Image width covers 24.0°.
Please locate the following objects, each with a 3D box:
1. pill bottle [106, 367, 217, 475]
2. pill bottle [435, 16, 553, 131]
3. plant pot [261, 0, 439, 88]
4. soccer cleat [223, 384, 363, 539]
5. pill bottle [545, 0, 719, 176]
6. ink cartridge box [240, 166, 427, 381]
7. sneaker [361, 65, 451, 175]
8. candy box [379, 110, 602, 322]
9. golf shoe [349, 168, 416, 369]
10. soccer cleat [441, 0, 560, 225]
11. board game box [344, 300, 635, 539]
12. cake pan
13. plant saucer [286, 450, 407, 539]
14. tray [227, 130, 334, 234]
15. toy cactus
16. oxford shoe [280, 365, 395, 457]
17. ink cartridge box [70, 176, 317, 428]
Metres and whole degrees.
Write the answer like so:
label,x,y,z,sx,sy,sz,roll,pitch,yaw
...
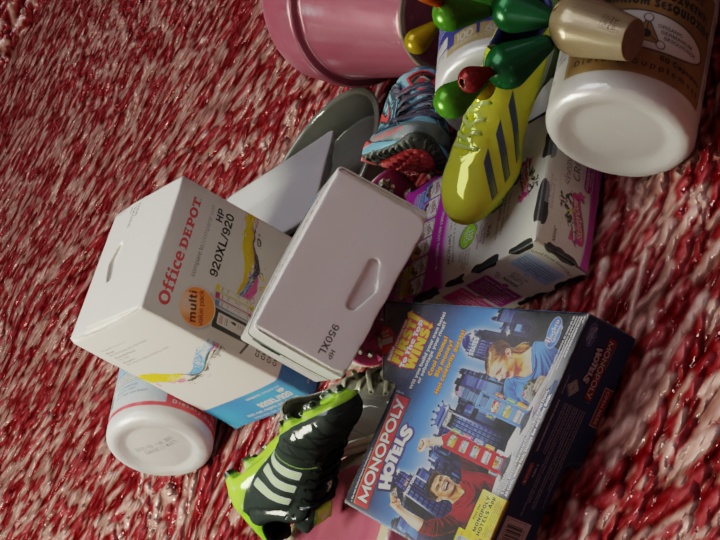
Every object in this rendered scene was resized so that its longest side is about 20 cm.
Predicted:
label,x,y,z,sx,sy,sz,roll,pitch,yaw
pill bottle,-0.194,0.102,1.746,0.109,0.108,0.201,-37,34,39
pill bottle,0.129,-0.220,1.481,0.120,0.119,0.201,-37,35,39
plant pot,0.031,-0.270,1.651,0.179,0.200,0.201,23,83,48
soccer cleat,-0.041,0.155,1.327,0.067,0.081,0.200,-29,-11,-38
pill bottle,0.214,-0.184,1.297,0.114,0.114,0.201,-24,44,51
ink cartridge box,-0.025,0.008,1.370,0.145,0.084,0.200,-62,4,-8
sneaker,0.043,-0.137,1.512,0.200,0.079,0.096,-120,37,-85
candy box,0.108,-0.033,1.394,0.200,0.061,0.137,-29,39,48
golf shoe,0.000,0.000,1.546,0.091,0.075,0.201,-27,40,53
soccer cleat,0.105,-0.134,1.324,0.064,0.084,0.201,19,80,35
board game box,0.077,0.105,1.257,0.199,0.061,0.201,23,88,49
cake pan,-0.032,-0.091,1.731,0.200,0.037,0.201,-42,32,34
plant saucer,-0.002,0.223,1.347,0.200,0.051,0.201,-42,32,34
tray,-0.089,-0.061,1.735,0.200,0.022,0.108,-28,41,47
toy cactus,0.129,-0.195,1.232,0.164,0.102,0.200,21,65,35
oxford shoe,0.015,0.104,1.368,0.199,0.058,0.075,-21,13,24
ink cartridge box,-0.144,0.033,1.622,0.144,0.199,0.148,-24,44,51
